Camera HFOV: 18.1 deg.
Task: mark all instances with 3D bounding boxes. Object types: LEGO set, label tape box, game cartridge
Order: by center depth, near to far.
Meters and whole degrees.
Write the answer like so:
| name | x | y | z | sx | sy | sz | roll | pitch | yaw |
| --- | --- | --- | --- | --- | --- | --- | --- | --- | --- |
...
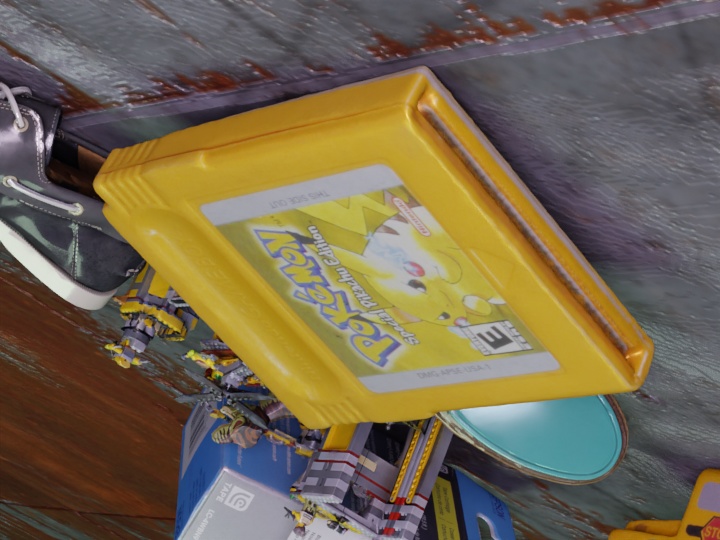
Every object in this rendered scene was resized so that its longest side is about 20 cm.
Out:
| name | x | y | z | sx | sy | sz | roll | pitch | yaw |
| --- | --- | --- | --- | --- | --- | --- | --- | --- | --- |
| game cartridge | 0.000 | 0.000 | 0.971 | 0.199 | 0.033 | 0.176 | -12 | 131 | 42 |
| LEGO set | -0.045 | 0.074 | 1.183 | 0.153 | 0.116 | 0.200 | 2 | 153 | 46 |
| label tape box | -0.006 | 0.144 | 1.306 | 0.199 | 0.066 | 0.143 | 29 | -161 | -14 |

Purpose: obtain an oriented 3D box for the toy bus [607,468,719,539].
| name | x | y | z | sx | sy | sz | roll | pitch | yaw |
| --- | --- | --- | --- | --- | --- | --- | --- | --- | --- |
| toy bus | 0.224 | 0.151 | 1.150 | 0.199 | 0.079 | 0.065 | 5 | 156 | 41 |

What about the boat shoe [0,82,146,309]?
| name | x | y | z | sx | sy | sz | roll | pitch | yaw |
| --- | --- | --- | --- | --- | --- | --- | --- | --- | --- |
| boat shoe | -0.170 | -0.065 | 1.059 | 0.067 | 0.072 | 0.200 | -36 | 119 | 26 |

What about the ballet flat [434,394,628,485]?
| name | x | y | z | sx | sy | sz | roll | pitch | yaw |
| --- | --- | --- | --- | --- | --- | --- | --- | --- | --- |
| ballet flat | 0.037 | 0.039 | 1.097 | 0.199 | 0.068 | 0.072 | 25 | -179 | -7 |
